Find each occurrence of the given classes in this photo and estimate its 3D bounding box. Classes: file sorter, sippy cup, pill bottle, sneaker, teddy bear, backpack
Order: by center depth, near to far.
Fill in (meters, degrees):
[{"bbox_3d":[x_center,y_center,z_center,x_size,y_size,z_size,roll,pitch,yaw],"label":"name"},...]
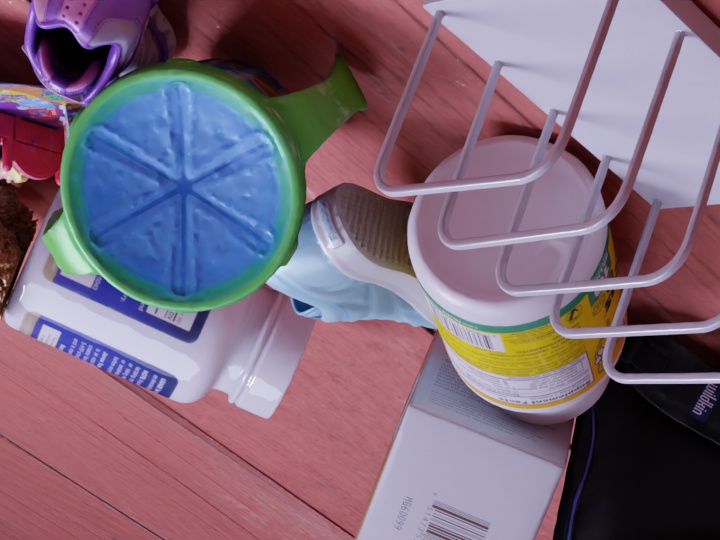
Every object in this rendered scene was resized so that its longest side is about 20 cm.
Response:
[{"bbox_3d":[0.124,-0.045,1.055,0.200,0.125,0.138,37,155,-33],"label":"file sorter"},{"bbox_3d":[-0.150,-0.128,1.182,0.080,0.089,0.200,21,161,0],"label":"sneaker"},{"bbox_3d":[-0.087,-0.060,1.199,0.176,0.141,0.130,8,-163,6],"label":"sippy cup"},{"bbox_3d":[0.097,0.015,1.247,0.112,0.113,0.200,15,158,19],"label":"pill bottle"},{"bbox_3d":[0.000,0.000,1.304,0.081,0.074,0.200,-23,154,21],"label":"sneaker"},{"bbox_3d":[0.223,0.156,1.378,0.189,0.202,0.154,12,169,2],"label":"backpack"},{"bbox_3d":[-0.137,0.023,1.497,0.199,0.120,0.120,25,160,-6],"label":"pill bottle"},{"bbox_3d":[-0.273,-0.005,1.512,0.066,0.146,0.200,20,-161,-6],"label":"teddy bear"}]

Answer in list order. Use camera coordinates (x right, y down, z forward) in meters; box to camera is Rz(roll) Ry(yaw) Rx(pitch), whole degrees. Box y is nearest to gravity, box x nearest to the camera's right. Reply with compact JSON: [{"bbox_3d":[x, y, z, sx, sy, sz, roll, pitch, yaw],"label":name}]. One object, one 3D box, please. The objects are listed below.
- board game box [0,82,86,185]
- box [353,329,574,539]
[{"bbox_3d":[-0.241,-0.072,1.382,0.157,0.039,0.200,0,166,-8],"label":"board game box"},{"bbox_3d":[0.067,0.138,1.405,0.106,0.153,0.200,21,-163,2],"label":"box"}]
